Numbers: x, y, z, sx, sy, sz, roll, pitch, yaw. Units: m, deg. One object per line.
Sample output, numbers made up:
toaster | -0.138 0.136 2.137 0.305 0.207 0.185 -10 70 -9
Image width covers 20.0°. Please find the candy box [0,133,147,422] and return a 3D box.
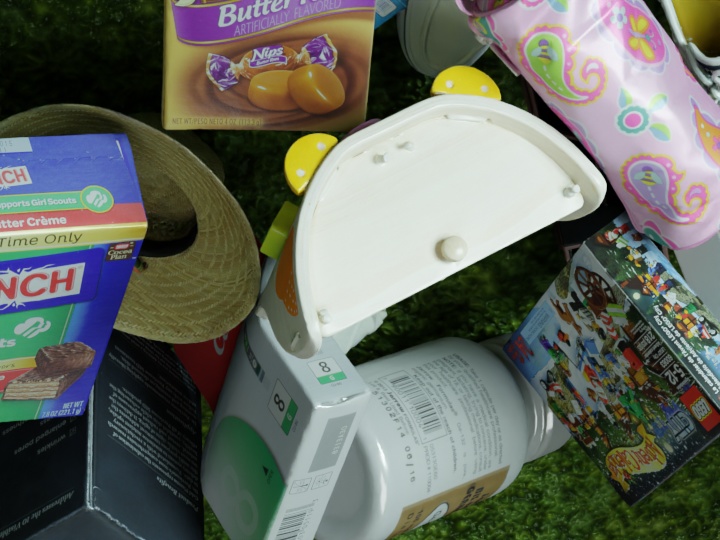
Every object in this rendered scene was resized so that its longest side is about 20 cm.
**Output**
candy box | -0.230 0.011 1.209 0.169 0.077 0.200 -4 144 -24

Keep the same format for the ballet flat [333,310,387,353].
ballet flat | 0.000 0.000 1.333 0.069 0.069 0.200 20 108 -22

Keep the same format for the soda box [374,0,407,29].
soda box | -0.062 -0.209 1.156 0.064 0.068 0.200 -34 127 23

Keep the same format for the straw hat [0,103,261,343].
straw hat | -0.137 -0.053 1.280 0.201 0.085 0.201 15 135 16

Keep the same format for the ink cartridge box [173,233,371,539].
ink cartridge box | -0.079 0.068 1.320 0.050 0.200 0.161 -13 140 -34

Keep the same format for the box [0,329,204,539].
box | -0.217 0.155 1.388 0.200 0.197 0.124 -30 128 22

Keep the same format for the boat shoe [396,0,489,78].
boat shoe | 0.076 -0.184 1.194 0.073 0.065 0.200 12 130 -16

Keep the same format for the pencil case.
pencil case | 0.141 -0.104 1.148 0.087 0.087 0.200 -33 114 23

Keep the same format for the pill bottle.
pill bottle | 0.048 0.107 1.376 0.200 0.114 0.114 -16 144 -40

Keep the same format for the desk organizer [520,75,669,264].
desk organizer | 0.150 -0.068 1.299 0.072 0.077 0.200 -12 132 6

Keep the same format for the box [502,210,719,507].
box | 0.166 0.060 1.272 0.038 0.137 0.200 -34 169 -20

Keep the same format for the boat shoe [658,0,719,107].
boat shoe | 0.216 -0.126 1.205 0.074 0.086 0.202 -10 116 27

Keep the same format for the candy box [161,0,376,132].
candy box | -0.049 -0.168 1.112 0.116 0.057 0.200 0 131 -5

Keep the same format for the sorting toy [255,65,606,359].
sorting toy | 0.009 -0.023 1.192 0.200 0.107 0.180 -27 174 -22

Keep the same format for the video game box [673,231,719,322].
video game box | 0.299 0.053 1.339 0.182 0.200 0.047 29 119 -28
